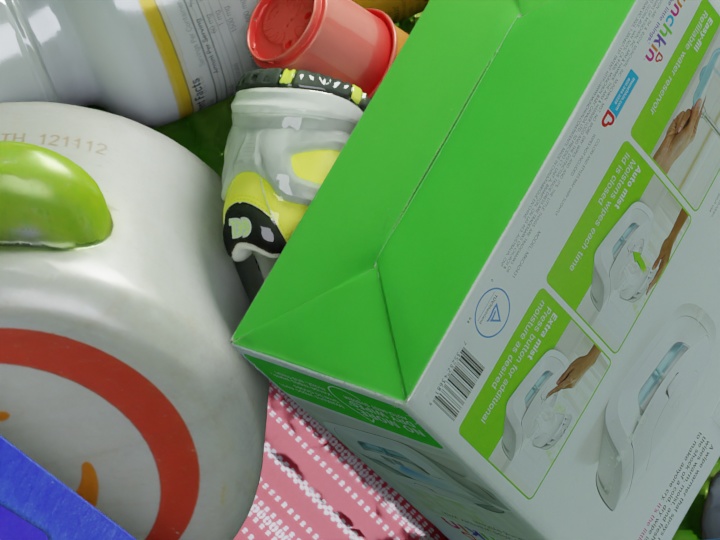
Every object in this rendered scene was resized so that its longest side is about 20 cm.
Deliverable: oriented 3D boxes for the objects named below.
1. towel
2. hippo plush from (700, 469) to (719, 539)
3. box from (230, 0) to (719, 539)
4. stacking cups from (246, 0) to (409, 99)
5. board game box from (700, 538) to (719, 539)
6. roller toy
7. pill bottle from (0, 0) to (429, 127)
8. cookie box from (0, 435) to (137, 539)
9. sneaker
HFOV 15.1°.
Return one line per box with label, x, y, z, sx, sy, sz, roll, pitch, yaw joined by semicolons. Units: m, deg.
towel;0.010;0.086;1.158;0.145;0.022;0.200;45;84;-6
hippo plush;0.252;0.120;1.101;0.200;0.159;0.161;-22;60;3
box;0.077;-0.003;1.019;0.176;0.097;0.200;44;70;-45
stacking cups;0.033;-0.058;1.091;0.200;0.060;0.061;31;88;-37
board game box;0.079;0.214;1.101;0.195;0.056;0.201;-5;108;14
roller toy;-0.128;0.035;1.054;0.182;0.140;0.200;36;120;-24
pill bottle;-0.065;-0.125;1.091;0.200;0.112;0.112;-24;96;-6
cookie box;-0.134;0.163;0.952;0.200;0.075;0.171;41;66;-26
sneaker;0.000;0.000;1.069;0.200;0.075;0.077;43;58;-46
